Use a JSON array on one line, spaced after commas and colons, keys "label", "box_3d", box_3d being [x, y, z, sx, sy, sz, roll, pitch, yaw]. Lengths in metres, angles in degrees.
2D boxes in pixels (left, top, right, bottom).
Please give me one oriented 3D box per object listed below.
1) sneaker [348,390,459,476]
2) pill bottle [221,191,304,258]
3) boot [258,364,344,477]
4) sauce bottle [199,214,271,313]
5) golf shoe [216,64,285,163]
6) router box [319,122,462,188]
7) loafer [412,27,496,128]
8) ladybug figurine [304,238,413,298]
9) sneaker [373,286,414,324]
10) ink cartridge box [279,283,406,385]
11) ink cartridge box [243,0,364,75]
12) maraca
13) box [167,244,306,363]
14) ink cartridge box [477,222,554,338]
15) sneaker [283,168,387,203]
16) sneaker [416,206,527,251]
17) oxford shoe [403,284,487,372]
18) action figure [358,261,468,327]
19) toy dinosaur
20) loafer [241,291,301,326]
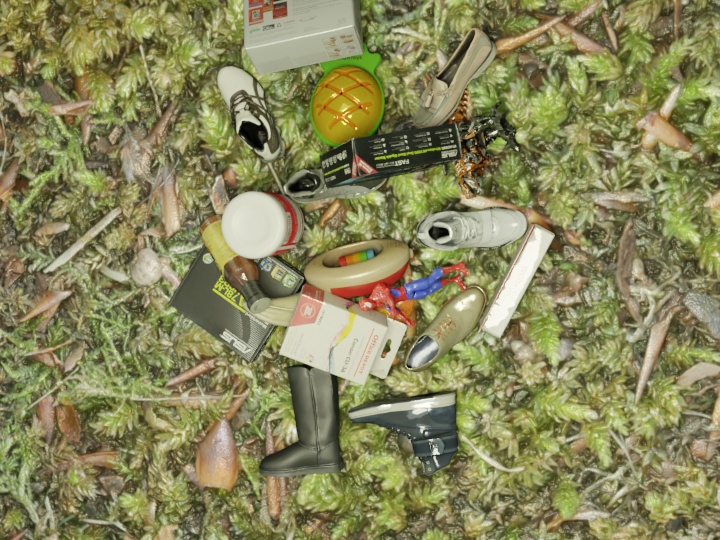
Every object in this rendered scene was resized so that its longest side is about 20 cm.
[{"label": "sneaker", "box_3d": [0.081, 0.304, 1.498, 0.200, 0.077, 0.148, -7, 90, 9]}, {"label": "pill bottle", "box_3d": [-0.163, -0.081, 1.449, 0.111, 0.200, 0.114, 1, 94, 9]}, {"label": "boot", "box_3d": [-0.118, 0.276, 1.535, 0.163, 0.066, 0.202, -5, 96, 2]}, {"label": "sauce bottle", "box_3d": [-0.220, -0.011, 1.451, 0.066, 0.066, 0.201, -40, 58, 10]}, {"label": "golf shoe", "box_3d": [-0.205, -0.292, 1.496, 0.077, 0.094, 0.201, -33, 87, 12]}, {"label": "router box", "box_3d": [0.049, -0.192, 1.388, 0.198, 0.150, 0.063, -12, 93, -22]}, {"label": "loafer", "box_3d": [0.153, -0.334, 1.436, 0.200, 0.063, 0.072, -51, 45, 5]}, {"label": "ladybug figurine", "box_3d": [0.000, 0.000, 1.469, 0.198, 0.136, 0.073, -12, 115, 7]}, {"label": "sneaker", "box_3d": [0.026, 0.112, 1.494, 0.073, 0.077, 0.200, 43, 99, 3]}, {"label": "ink cartridge box", "box_3d": [-0.027, 0.118, 1.422, 0.198, 0.068, 0.117, 21, 104, -6]}, {"label": "ink cartridge box", "box_3d": [-0.102, -0.459, 1.457, 0.198, 0.084, 0.177, -9, 67, 10]}, {"label": "maraca", "box_3d": [-0.023, -0.312, 1.460, 0.136, 0.107, 0.202, 1, 76, 8]}, {"label": "box", "box_3d": [-0.230, 0.038, 1.548, 0.199, 0.048, 0.194, 35, 96, 5]}, {"label": "ink cartridge box", "box_3d": [0.264, 0.018, 1.395, 0.044, 0.176, 0.201, 27, 99, 6]}, {"label": "sneaker", "box_3d": [-0.045, -0.160, 1.466, 0.198, 0.115, 0.076, -15, 92, 11]}, {"label": "sneaker", "box_3d": [0.192, -0.069, 1.432, 0.198, 0.115, 0.076, -4, 94, 10]}, {"label": "oxford shoe", "box_3d": [0.154, 0.110, 1.472, 0.071, 0.074, 0.200, 40, 99, 7]}, {"label": "action figure", "box_3d": [0.098, 0.054, 1.418, 0.198, 0.066, 0.100, -13, 52, -11]}, {"label": "toy dinosaur", "box_3d": [0.196, -0.232, 1.435, 0.135, 0.102, 0.202, -14, 96, 25]}, {"label": "loafer", "box_3d": [-0.115, 0.067, 1.482, 0.198, 0.076, 0.069, 14, 97, -12]}]
